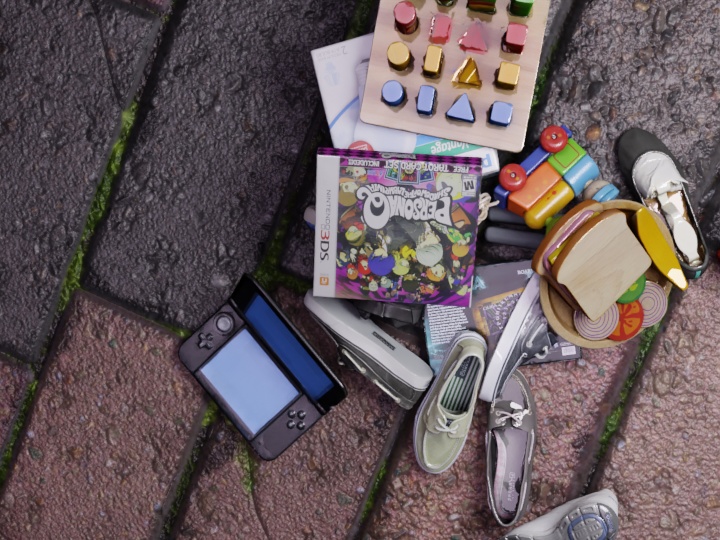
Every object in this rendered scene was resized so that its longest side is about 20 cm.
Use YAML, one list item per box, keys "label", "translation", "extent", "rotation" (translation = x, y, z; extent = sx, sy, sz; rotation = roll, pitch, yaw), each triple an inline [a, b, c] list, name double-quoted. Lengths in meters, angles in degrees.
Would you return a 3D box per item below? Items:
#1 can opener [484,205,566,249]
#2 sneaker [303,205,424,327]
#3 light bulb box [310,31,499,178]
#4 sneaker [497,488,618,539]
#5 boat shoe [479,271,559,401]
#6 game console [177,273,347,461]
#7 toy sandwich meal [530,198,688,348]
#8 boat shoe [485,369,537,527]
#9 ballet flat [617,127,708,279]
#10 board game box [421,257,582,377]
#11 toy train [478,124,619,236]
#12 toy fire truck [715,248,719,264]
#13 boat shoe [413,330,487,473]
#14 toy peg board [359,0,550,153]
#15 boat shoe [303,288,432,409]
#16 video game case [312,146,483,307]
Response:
- label: "can opener"
  translation: [0.255, -0.044, 1.487]
  extent: [0.196, 0.066, 0.054]
  rotation: [8, 89, 17]
- label: "sneaker"
  translation: [0.000, 0.000, 1.516]
  extent: [0.198, 0.077, 0.113]
  rotation: [26, 109, 17]
- label: "light bulb box"
  translation: [0.059, -0.193, 1.471]
  extent: [0.195, 0.125, 0.204]
  rotation: [-15, 90, 9]
- label: "sneaker"
  translation: [0.249, 0.340, 1.504]
  extent: [0.198, 0.087, 0.075]
  rotation: [-29, 91, 28]
- label: "boat shoe"
  translation: [0.212, 0.079, 1.467]
  extent: [0.067, 0.072, 0.202]
  rotation: [27, 91, 8]
- label: "game console"
  translation: [-0.131, 0.129, 1.526]
  extent: [0.175, 0.116, 0.201]
  rotation: [-41, 87, 9]
- label: "toy sandwich meal"
  translation: [0.299, 0.007, 1.402]
  extent: [0.201, 0.070, 0.209]
  rotation: [-6, 110, -16]
- label: "boat shoe"
  translation: [0.192, 0.228, 1.511]
  extent: [0.066, 0.057, 0.204]
  rotation: [1, 94, 9]
- label: "ballet flat"
  translation: [0.381, -0.086, 1.457]
  extent: [0.067, 0.068, 0.202]
  rotation: [-27, 89, 5]
- label: "board game box"
  translation: [0.178, 0.057, 1.517]
  extent: [0.196, 0.028, 0.138]
  rotation: [-7, 92, 10]
- label: "toy train"
  translation: [0.210, -0.071, 1.438]
  extent: [0.200, 0.085, 0.116]
  rotation: [-43, 73, -7]
- label: "toy fire truck"
  translation: [0.512, 0.018, 1.392]
  extent: [0.111, 0.168, 0.202]
  rotation: [-31, 89, 9]
- label: "boat shoe"
  translation: [0.111, 0.174, 1.500]
  extent: [0.071, 0.062, 0.203]
  rotation: [14, 110, 2]
- label: "toy peg board"
  translation: [0.108, -0.255, 1.350]
  extent: [0.196, 0.098, 0.203]
  rotation: [11, 93, 5]
- label: "boat shoe"
  translation: [-0.001, 0.102, 1.525]
  extent: [0.199, 0.071, 0.064]
  rotation: [38, 112, 12]
- label: "video game case"
  translation: [0.042, -0.051, 1.412]
  extent: [0.196, 0.036, 0.184]
  rotation: [5, 114, 3]
